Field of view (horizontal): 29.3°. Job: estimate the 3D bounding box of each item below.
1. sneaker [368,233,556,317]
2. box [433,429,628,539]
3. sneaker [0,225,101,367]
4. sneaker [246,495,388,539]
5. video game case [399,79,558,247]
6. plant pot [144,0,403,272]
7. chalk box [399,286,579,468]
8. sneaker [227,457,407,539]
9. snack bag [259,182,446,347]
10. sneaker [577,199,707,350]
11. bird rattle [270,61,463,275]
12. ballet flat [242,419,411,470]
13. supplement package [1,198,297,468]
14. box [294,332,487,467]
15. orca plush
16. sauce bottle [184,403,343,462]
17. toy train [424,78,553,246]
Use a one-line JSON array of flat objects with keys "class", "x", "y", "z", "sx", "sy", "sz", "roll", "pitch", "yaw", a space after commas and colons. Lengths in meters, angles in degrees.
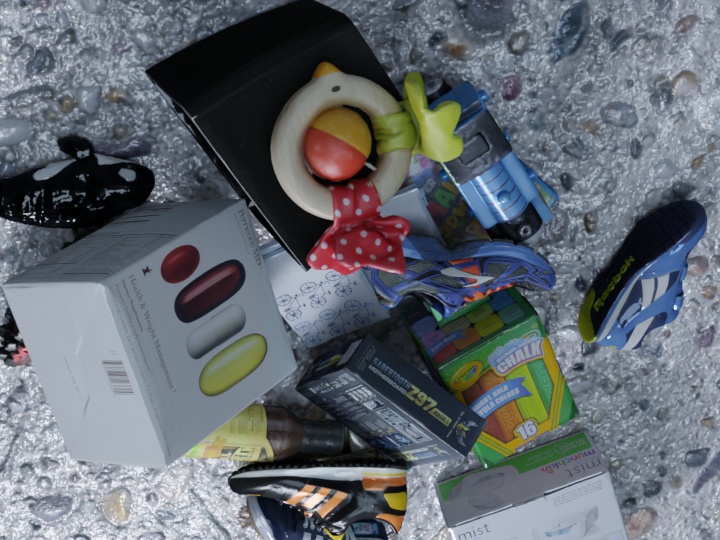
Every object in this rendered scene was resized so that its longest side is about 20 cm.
[{"class": "sneaker", "x": 0.101, "y": 0.011, "z": 1.397, "sx": 0.200, "sy": 0.075, "sz": 0.079, "roll": 3, "pitch": 79, "yaw": -8}, {"class": "box", "x": 0.211, "y": 0.314, "z": 1.647, "sx": 0.200, "sy": 0.097, "sz": 0.177, "roll": -21, "pitch": 117, "yaw": 1}, {"class": "sneaker", "x": -0.300, "y": 0.042, "z": 1.441, "sx": 0.098, "sy": 0.071, "sz": 0.200, "roll": 28, "pitch": 120, "yaw": -37}, {"class": "sneaker", "x": -0.040, "y": 0.304, "z": 1.613, "sx": 0.108, "sy": 0.070, "sz": 0.200, "roll": -33, "pitch": 123, "yaw": 12}, {"class": "video game case", "x": 0.096, "y": -0.090, "z": 1.475, "sx": 0.200, "sy": 0.018, "sz": 0.143, "roll": 39, "pitch": 105, "yaw": -23}, {"class": "plant pot", "x": -0.065, "y": -0.151, "z": 1.332, "sx": 0.177, "sy": 0.200, "sz": 0.200, "roll": -38, "pitch": 116, "yaw": -5}, {"class": "chalk box", "x": 0.133, "y": 0.086, "z": 1.488, "sx": 0.125, "sy": 0.124, "sz": 0.200, "roll": -30, "pitch": 124, "yaw": -3}, {"class": "sneaker", "x": -0.047, "y": 0.254, "z": 1.513, "sx": 0.200, "sy": 0.070, "sz": 0.090, "roll": -2, "pitch": 89, "yaw": 2}, {"class": "snack bag", "x": 0.000, "y": 0.000, "z": 1.451, "sx": 0.200, "sy": 0.021, "sz": 0.189, "roll": -22, "pitch": 144, "yaw": 7}, {"class": "sneaker", "x": 0.327, "y": 0.008, "z": 1.534, "sx": 0.082, "sy": 0.074, "sz": 0.200, "roll": 24, "pitch": 117, "yaw": -21}, {"class": "bird rattle", "x": -0.007, "y": -0.097, "z": 1.240, "sx": 0.163, "sy": 0.113, "sz": 0.200, "roll": 30, "pitch": 98, "yaw": -19}, {"class": "ballet flat", "x": -0.037, "y": 0.205, "z": 1.574, "sx": 0.200, "sy": 0.068, "sz": 0.075, "roll": -8, "pitch": 104, "yaw": -3}, {"class": "supplement package", "x": -0.197, "y": 0.055, "z": 1.327, "sx": 0.147, "sy": 0.200, "sz": 0.191, "roll": -1, "pitch": 114, "yaw": 39}, {"class": "box", "x": 0.028, "y": 0.143, "z": 1.465, "sx": 0.158, "sy": 0.200, "sz": 0.051, "roll": 37, "pitch": 71, "yaw": -7}, {"class": "orca plush", "x": -0.309, "y": -0.078, "z": 1.382, "sx": 0.200, "sy": 0.071, "sz": 0.105, "roll": 10, "pitch": 113, "yaw": -14}, {"class": "sauce bottle", "x": -0.118, "y": 0.176, "z": 1.500, "sx": 0.200, "sy": 0.065, "sz": 0.065, "roll": 6, "pitch": 115, "yaw": -17}, {"class": "toy train", "x": 0.125, "y": -0.104, "z": 1.398, "sx": 0.087, "sy": 0.114, "sz": 0.200, "roll": -32, "pitch": 116, "yaw": 7}]
